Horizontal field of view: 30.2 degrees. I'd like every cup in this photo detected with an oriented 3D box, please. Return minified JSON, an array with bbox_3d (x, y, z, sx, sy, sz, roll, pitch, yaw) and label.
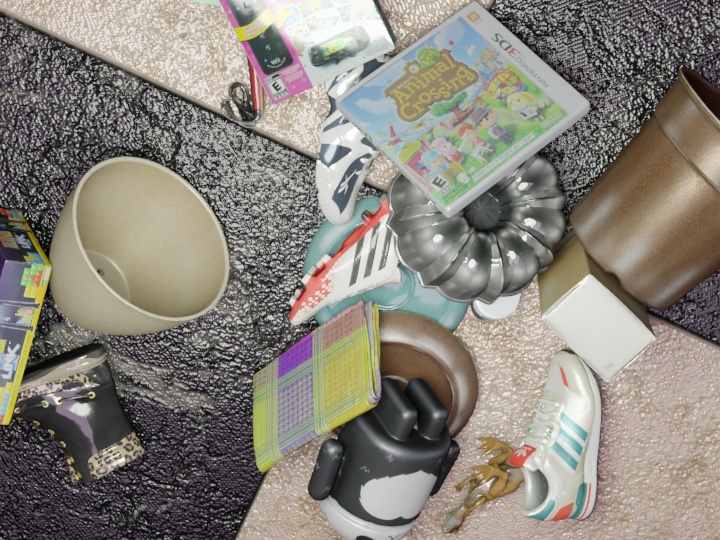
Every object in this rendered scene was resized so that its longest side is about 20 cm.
[{"bbox_3d":[-0.269,-0.006,1.492,0.200,0.200,0.143,48,129,-9],"label":"cup"}]

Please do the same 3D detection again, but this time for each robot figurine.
[{"bbox_3d":[0.029,0.219,1.509,0.150,0.125,0.200,23,116,2],"label":"robot figurine"}]

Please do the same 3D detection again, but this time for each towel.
[{"bbox_3d":[-0.050,0.131,1.504,0.023,0.144,0.200,30,130,-35],"label":"towel"}]

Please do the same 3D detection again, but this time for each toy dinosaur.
[{"bbox_3d":[0.177,0.246,1.591,0.200,0.060,0.106,-25,134,7],"label":"toy dinosaur"}]

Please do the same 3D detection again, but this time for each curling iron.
[{"bbox_3d":[-0.130,-0.256,1.477,0.050,0.026,0.200,3,106,1],"label":"curling iron"}]

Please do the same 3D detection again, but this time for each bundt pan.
[{"bbox_3d":[0.131,-0.066,1.419,0.202,0.076,0.202,1,85,-10],"label":"bundt pan"}]

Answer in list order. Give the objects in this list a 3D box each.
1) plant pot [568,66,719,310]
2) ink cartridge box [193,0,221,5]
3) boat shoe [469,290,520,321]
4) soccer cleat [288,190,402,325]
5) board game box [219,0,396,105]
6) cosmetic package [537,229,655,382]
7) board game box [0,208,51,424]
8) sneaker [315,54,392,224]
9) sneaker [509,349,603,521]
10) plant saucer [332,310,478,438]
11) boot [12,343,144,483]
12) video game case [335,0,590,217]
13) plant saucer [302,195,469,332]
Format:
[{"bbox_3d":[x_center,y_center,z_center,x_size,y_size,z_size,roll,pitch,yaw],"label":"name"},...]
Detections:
[{"bbox_3d":[0.342,-0.076,1.415,0.200,0.200,0.198,40,114,-7],"label":"plant pot"},{"bbox_3d":[-0.090,-0.375,1.400,0.161,0.050,0.200,5,114,2],"label":"ink cartridge box"},{"bbox_3d":[0.155,-0.042,1.494,0.072,0.068,0.200,6,85,-10],"label":"boat shoe"},{"bbox_3d":[0.000,0.000,1.494,0.085,0.069,0.200,43,100,-3],"label":"soccer cleat"},{"bbox_3d":[-0.070,-0.294,1.375,0.147,0.064,0.200,-23,107,12],"label":"board game box"},{"bbox_3d":[0.250,0.031,1.437,0.105,0.200,0.071,43,106,-9],"label":"cosmetic package"},{"bbox_3d":[-0.419,0.049,1.517,0.057,0.165,0.200,9,109,-29],"label":"board game box"},{"bbox_3d":[0.024,-0.144,1.469,0.129,0.079,0.199,7,96,12],"label":"sneaker"},{"bbox_3d":[0.219,0.192,1.526,0.093,0.070,0.200,-3,96,-27],"label":"sneaker"},{"bbox_3d":[0.038,0.142,1.558,0.200,0.032,0.200,2,115,5],"label":"plant saucer"},{"bbox_3d":[-0.370,0.187,1.605,0.200,0.073,0.151,-24,103,5],"label":"boot"},{"bbox_3d":[0.106,-0.173,1.394,0.200,0.022,0.182,-37,67,-16],"label":"video game case"},{"bbox_3d":[0.031,0.013,1.542,0.200,0.027,0.200,1,105,4],"label":"plant saucer"}]
